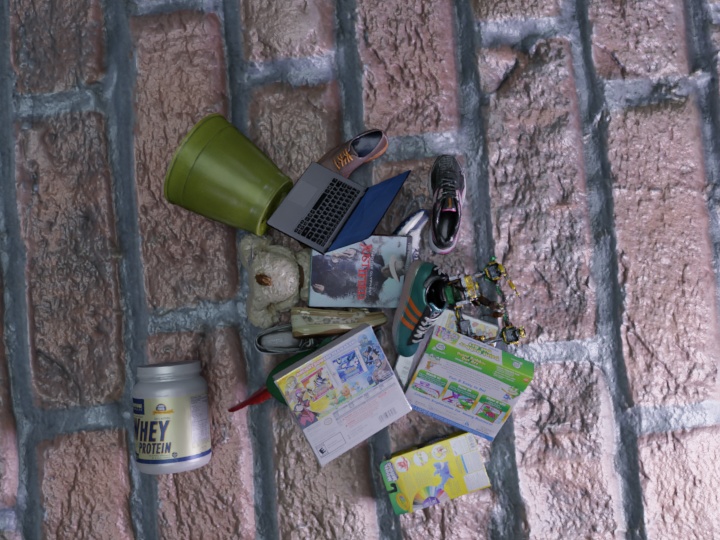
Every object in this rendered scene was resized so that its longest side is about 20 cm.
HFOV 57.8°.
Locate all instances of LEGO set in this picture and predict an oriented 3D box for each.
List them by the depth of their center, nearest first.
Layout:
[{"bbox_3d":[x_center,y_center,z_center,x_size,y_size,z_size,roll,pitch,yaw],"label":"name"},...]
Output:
[{"bbox_3d":[0.241,0.072,1.269,0.153,0.116,0.202,-6,83,0],"label":"LEGO set"}]

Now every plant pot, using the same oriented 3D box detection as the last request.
[{"bbox_3d":[-0.242,-0.169,1.272,0.192,0.200,0.201,31,89,6],"label":"plant pot"}]

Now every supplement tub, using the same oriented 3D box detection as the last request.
[{"bbox_3d":[-0.371,0.284,1.286,0.144,0.145,0.202,-4,87,2],"label":"supplement tub"}]

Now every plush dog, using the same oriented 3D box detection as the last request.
[{"bbox_3d":[-0.139,0.010,1.305,0.171,0.160,0.202,-7,89,-25],"label":"plush dog"}]

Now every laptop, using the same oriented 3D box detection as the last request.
[{"bbox_3d":[-0.041,-0.136,1.215,0.199,0.116,0.188,28,56,6],"label":"laptop"}]

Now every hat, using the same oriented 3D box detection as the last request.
[{"bbox_3d":[-0.169,0.201,1.284,0.175,0.166,0.201,18,74,12],"label":"hat"}]

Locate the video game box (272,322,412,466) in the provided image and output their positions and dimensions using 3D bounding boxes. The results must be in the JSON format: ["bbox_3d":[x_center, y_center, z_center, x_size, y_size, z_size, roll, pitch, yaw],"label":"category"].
[{"bbox_3d":[-0.032,0.223,1.187,0.199,0.047,0.183,-28,103,-13],"label":"video game box"}]

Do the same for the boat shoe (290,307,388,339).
[{"bbox_3d":[-0.040,0.094,1.286,0.199,0.073,0.063,-4,76,-25],"label":"boat shoe"}]

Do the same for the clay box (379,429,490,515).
[{"bbox_3d":[0.147,0.404,1.310,0.199,0.048,0.116,-18,87,2],"label":"clay box"}]

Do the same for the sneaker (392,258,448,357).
[{"bbox_3d":[0.118,0.084,1.263,0.080,0.071,0.201,23,112,36],"label":"sneaker"}]

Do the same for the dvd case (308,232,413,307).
[{"bbox_3d":[0.000,0.000,1.273,0.199,0.022,0.147,2,100,-13],"label":"dvd case"}]

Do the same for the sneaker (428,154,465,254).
[{"bbox_3d":[0.179,-0.137,1.317,0.080,0.086,0.202,-1,86,0],"label":"sneaker"}]

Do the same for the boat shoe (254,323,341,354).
[{"bbox_3d":[-0.117,0.138,1.318,0.199,0.071,0.073,-12,86,-4],"label":"boat shoe"}]

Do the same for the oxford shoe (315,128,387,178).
[{"bbox_3d":[-0.034,-0.231,1.335,0.199,0.073,0.071,-36,87,0],"label":"oxford shoe"}]

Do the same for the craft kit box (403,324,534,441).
[{"bbox_3d":[0.197,0.217,1.241,0.199,0.049,0.198,22,131,2],"label":"craft kit box"}]

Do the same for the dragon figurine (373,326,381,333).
[{"bbox_3d":[0.011,0.212,1.318,0.099,0.059,0.200,36,93,1],"label":"dragon figurine"}]

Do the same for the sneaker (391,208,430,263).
[{"bbox_3d":[0.088,-0.032,1.330,0.085,0.077,0.201,34,96,-6],"label":"sneaker"}]

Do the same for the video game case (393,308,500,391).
[{"bbox_3d":[0.170,0.180,1.334,0.181,0.023,0.201,19,87,3],"label":"video game case"}]
